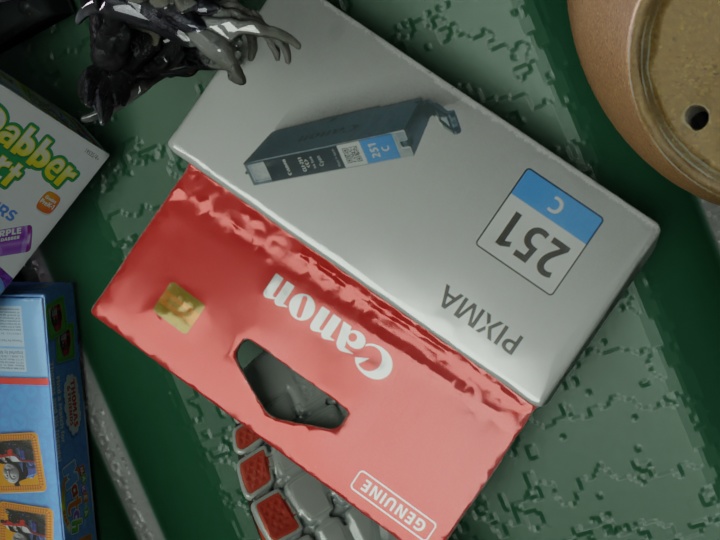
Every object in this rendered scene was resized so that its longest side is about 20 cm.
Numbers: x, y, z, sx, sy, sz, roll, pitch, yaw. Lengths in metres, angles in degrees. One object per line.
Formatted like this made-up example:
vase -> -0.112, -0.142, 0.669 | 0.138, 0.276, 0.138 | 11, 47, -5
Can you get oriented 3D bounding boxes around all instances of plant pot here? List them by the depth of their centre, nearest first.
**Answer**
plant pot -> 0.148, -0.094, 0.551 | 0.185, 0.200, 0.187 | 6, 111, 15

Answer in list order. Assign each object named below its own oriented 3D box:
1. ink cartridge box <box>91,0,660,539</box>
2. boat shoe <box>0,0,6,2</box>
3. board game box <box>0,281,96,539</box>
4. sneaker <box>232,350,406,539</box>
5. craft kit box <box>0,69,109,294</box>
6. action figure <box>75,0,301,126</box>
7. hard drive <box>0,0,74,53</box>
ink cartridge box -> 0.000, 0.000, 0.693 | 0.200, 0.045, 0.177 | 34, 90, 10
boat shoe -> -0.128, -0.178, 0.702 | 0.199, 0.072, 0.066 | -23, 79, 8
board game box -> -0.213, 0.106, 0.826 | 0.150, 0.037, 0.201 | 1, 101, 20
sneaker -> -0.010, 0.133, 0.738 | 0.077, 0.082, 0.201 | -17, 70, -16
craft kit box -> -0.242, -0.025, 0.700 | 0.198, 0.200, 0.048 | -54, 49, 3
action figure -> -0.058, -0.126, 0.633 | 0.102, 0.119, 0.200 | 21, 140, -5
hard drive -> -0.240, -0.186, 0.773 | 0.139, 0.033, 0.201 | -23, 93, 23
